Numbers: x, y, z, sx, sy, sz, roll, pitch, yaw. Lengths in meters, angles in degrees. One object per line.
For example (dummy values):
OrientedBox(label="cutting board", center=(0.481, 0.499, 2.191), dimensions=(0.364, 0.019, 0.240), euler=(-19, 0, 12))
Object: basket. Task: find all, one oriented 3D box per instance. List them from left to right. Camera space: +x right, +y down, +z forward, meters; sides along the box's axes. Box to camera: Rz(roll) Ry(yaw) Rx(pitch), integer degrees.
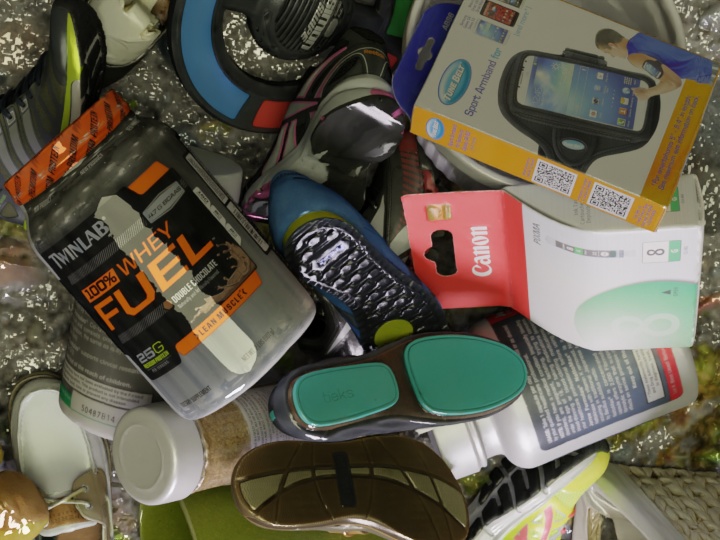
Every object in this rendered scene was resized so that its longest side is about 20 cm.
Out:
OrientedBox(label="basket", center=(0.251, 0.241, 1.446), dimensions=(0.122, 0.200, 0.137), euler=(0, 107, -15))

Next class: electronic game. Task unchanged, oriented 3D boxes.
OrientedBox(label="electronic game", center=(-0.041, -0.184, 1.319), dimensions=(0.199, 0.042, 0.201), euler=(-17, 132, -19))

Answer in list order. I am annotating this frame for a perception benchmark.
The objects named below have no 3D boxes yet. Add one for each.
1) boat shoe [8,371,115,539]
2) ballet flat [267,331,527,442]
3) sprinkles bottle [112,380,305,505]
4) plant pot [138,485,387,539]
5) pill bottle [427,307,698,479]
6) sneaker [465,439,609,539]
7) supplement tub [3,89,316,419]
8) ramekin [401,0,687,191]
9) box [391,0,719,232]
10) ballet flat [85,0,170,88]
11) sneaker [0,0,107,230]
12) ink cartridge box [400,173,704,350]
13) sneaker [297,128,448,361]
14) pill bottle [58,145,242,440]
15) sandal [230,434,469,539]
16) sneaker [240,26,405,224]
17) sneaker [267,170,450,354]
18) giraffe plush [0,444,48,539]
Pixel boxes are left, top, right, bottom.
OrientedBox(label="boat shoe", center=(-0.219, 0.177, 1.418), dimensions=(0.074, 0.068, 0.202), euler=(-13, 107, -3))
OrientedBox(label="ballet flat", center=(0.022, 0.085, 1.328), dimensions=(0.199, 0.073, 0.074), euler=(-7, 108, -30))
OrientedBox(label="sprinkles bottle", center=(-0.082, 0.117, 1.343), dimensions=(0.199, 0.068, 0.069), euler=(-7, 112, -47))
OrientedBox(label="plant pot", center=(-0.045, 0.219, 1.414), dimensions=(0.198, 0.187, 0.189), euler=(-10, 108, -20))
OrientedBox(label="pill bottle", center=(0.142, 0.080, 1.419), dimensions=(0.199, 0.120, 0.120), euler=(-21, 108, -2))
OrientedBox(label="sneaker", center=(0.132, 0.206, 1.481), dimensions=(0.090, 0.078, 0.200), euler=(39, 109, -17))
OrientedBox(label="supplement tub", center=(-0.133, -0.012, 1.233), dimensions=(0.122, 0.123, 0.200), euler=(-40, 99, 4))
OrientedBox(label="ramekin", center=(0.123, -0.138, 1.329), dimensions=(0.198, 0.105, 0.202), euler=(1, 78, -6))
OrientedBox(label="box", center=(0.124, -0.117, 1.231), dimensions=(0.199, 0.042, 0.120), euler=(23, 65, 4))
OrientedBox(label="ballet flat", center=(-0.148, -0.200, 1.320), dimensions=(0.068, 0.068, 0.200), euler=(42, 97, -18))
OrientedBox(label="sneaker", center=(-0.229, -0.105, 1.310), dimensions=(0.080, 0.074, 0.201), euler=(16, 126, -5))
OrientedBox(label="ink cartridge box", center=(0.134, 0.000, 1.300), dimensions=(0.198, 0.050, 0.161), euler=(-5, 148, 5))
OrientedBox(label="sneaker", center=(0.003, -0.014, 1.396), dimensions=(0.097, 0.071, 0.202), euler=(12, 105, -14))
OrientedBox(label="pill bottle", center=(-0.149, 0.015, 1.359), dimensions=(0.112, 0.113, 0.202), euler=(9, 105, -11))
OrientedBox(label="sandal", center=(-0.010, 0.160, 1.337), dimensions=(0.199, 0.054, 0.081), euler=(7, 65, -32))
OrientedBox(label="sneaker", center=(-0.022, -0.098, 1.333), dimensions=(0.080, 0.087, 0.200), euler=(16, 147, -24))
OrientedBox(label="sneaker", center=(0.000, 0.000, 1.333), dimensions=(0.066, 0.079, 0.200), euler=(-35, 132, 8))
OrientedBox(label="giraffe plush", center=(-0.341, 0.210, 1.339), dimensions=(0.172, 0.162, 0.201), euler=(25, 116, 9))
